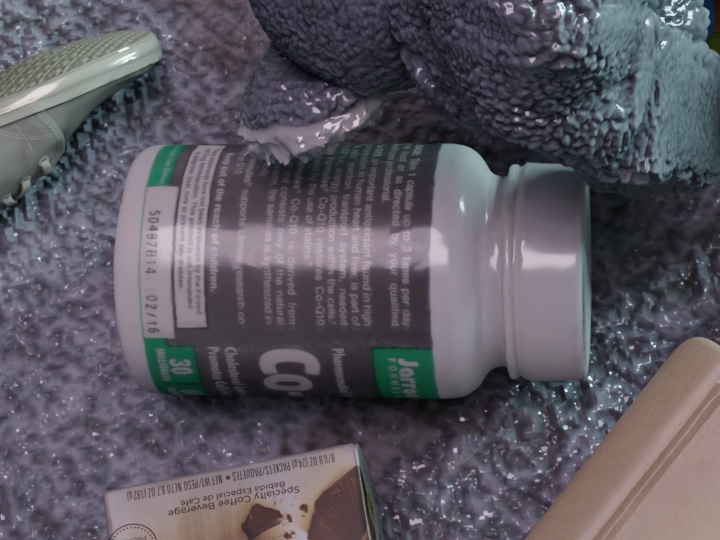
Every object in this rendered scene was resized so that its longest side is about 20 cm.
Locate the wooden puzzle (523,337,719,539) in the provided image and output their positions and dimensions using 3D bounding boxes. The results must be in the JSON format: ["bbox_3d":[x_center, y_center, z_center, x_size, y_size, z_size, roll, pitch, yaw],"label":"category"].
[{"bbox_3d":[0.159,0.154,0.962,0.200,0.037,0.185,38,88,24],"label":"wooden puzzle"}]

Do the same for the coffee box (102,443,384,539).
[{"bbox_3d":[-0.035,0.186,0.960,0.113,0.080,0.200,-11,66,2],"label":"coffee box"}]

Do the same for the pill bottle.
[{"bbox_3d":[0.000,0.000,1.017,0.200,0.113,0.113,0,67,9],"label":"pill bottle"}]

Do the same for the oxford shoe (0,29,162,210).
[{"bbox_3d":[-0.179,-0.054,1.099,0.200,0.075,0.058,-33,108,-15],"label":"oxford shoe"}]

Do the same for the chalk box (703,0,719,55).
[{"bbox_3d":[0.161,-0.161,1.058,0.200,0.125,0.124,-4,66,7],"label":"chalk box"}]

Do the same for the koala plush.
[{"bbox_3d":[0.036,-0.118,0.920,0.200,0.184,0.177,9,102,29],"label":"koala plush"}]
